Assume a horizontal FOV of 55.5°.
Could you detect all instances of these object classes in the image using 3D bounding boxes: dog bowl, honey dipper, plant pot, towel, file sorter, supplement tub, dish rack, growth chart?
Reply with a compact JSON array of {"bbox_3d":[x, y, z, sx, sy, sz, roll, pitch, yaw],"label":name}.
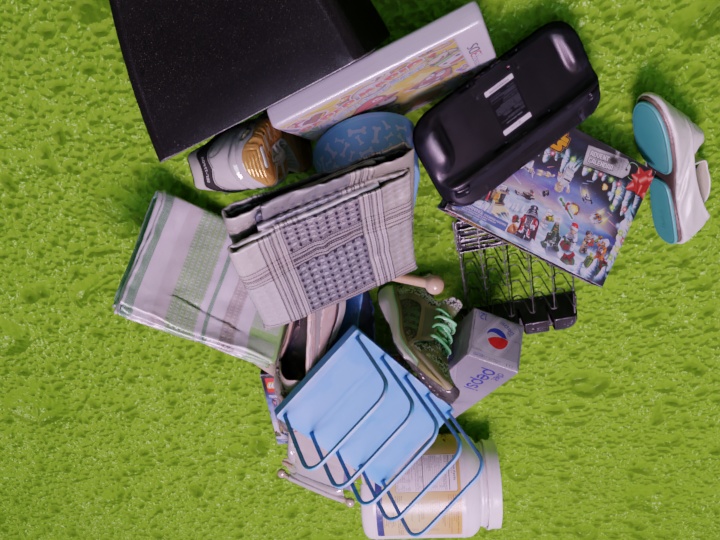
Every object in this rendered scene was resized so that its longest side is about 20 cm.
[{"bbox_3d":[0.009,-0.083,0.727,0.110,0.050,0.201,-11,153,-8],"label":"dog bowl"},{"bbox_3d":[0.000,0.000,0.796,0.197,0.038,0.038,13,126,11],"label":"honey dipper"},{"bbox_3d":[-0.107,-0.236,0.601,0.197,0.201,0.179,-22,109,17],"label":"plant pot"},{"bbox_3d":[-0.029,-0.023,0.680,0.190,0.035,0.201,-21,146,-7],"label":"towel"},{"bbox_3d":[0.028,0.192,0.791,0.139,0.123,0.200,-46,121,4],"label":"file sorter"},{"bbox_3d":[-0.166,0.012,0.789,0.198,0.151,0.031,25,162,-27],"label":"towel"},{"bbox_3d":[0.101,0.314,0.999,0.196,0.145,0.146,-2,125,3],"label":"supplement tub"},{"bbox_3d":[0.188,-0.004,0.832,0.151,0.055,0.202,-10,122,7],"label":"dish rack"},{"bbox_3d":[-0.044,0.237,0.925,0.143,0.018,0.203,21,122,17],"label":"growth chart"}]

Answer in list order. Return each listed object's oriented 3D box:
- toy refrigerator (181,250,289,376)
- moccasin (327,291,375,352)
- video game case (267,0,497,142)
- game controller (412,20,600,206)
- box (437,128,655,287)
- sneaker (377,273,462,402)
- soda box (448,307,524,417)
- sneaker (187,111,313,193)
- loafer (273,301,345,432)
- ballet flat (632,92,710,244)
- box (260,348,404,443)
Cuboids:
[{"bbox_3d":[-0.160,0.041,0.865,0.199,0.070,0.076,37,111,-22],"label":"toy refrigerator"},{"bbox_3d":[-0.020,0.058,0.863,0.079,0.068,0.204,2,102,18],"label":"moccasin"},{"bbox_3d":[0.031,-0.174,0.650,0.198,0.182,0.023,-22,88,17],"label":"video game case"},{"bbox_3d":[0.147,-0.154,0.676,0.199,0.042,0.105,-36,106,-4],"label":"game controller"},{"bbox_3d":[0.200,-0.086,0.735,0.198,0.040,0.139,24,93,-9],"label":"box"},{"bbox_3d":[0.083,0.065,0.805,0.088,0.201,0.077,-35,129,8],"label":"sneaker"},{"bbox_3d":[0.130,0.123,0.865,0.067,0.064,0.200,19,150,-7],"label":"soda box"},{"bbox_3d":[-0.105,-0.123,0.678,0.086,0.200,0.077,-9,102,14],"label":"sneaker"},{"bbox_3d":[-0.075,0.107,0.819,0.071,0.062,0.203,27,110,32],"label":"loafer"},{"bbox_3d":[0.345,-0.119,0.747,0.068,0.070,0.201,-18,127,14],"label":"ballet flat"},{"bbox_3d":[-0.031,0.178,0.963,0.196,0.040,0.139,-4,125,5],"label":"box"}]
